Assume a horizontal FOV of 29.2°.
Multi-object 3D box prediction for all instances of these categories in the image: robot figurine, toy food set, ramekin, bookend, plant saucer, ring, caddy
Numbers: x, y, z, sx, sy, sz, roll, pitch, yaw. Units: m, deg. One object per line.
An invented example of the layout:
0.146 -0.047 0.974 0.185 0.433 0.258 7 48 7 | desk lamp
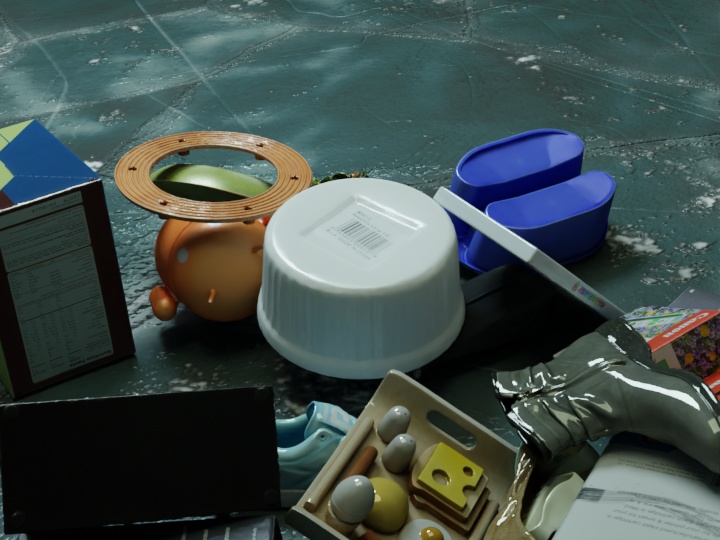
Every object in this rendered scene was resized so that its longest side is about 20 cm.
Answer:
-0.147 -0.013 1.425 0.143 0.117 0.200 -3 10 -17 | robot figurine
0.044 0.171 1.086 0.143 0.060 0.200 33 38 6 | toy food set
0.000 0.000 1.299 0.200 0.098 0.201 -1 39 1 | ramekin
-0.182 0.145 1.075 0.198 0.092 0.200 -3 -6 -17 | bookend
-0.145 -0.078 1.525 0.199 0.031 0.200 14 -11 3 | plant saucer
-0.148 -0.092 1.404 0.200 0.019 0.201 2 30 -1 | ring
0.182 -0.067 1.512 0.199 0.105 0.142 -17 53 -21 | caddy

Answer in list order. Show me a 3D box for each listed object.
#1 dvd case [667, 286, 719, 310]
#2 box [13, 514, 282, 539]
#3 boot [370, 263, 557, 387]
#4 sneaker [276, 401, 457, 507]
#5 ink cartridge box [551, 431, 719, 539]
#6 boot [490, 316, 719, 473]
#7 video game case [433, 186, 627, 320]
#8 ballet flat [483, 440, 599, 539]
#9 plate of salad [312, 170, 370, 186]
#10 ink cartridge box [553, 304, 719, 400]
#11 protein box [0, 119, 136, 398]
0.367 0.076 1.309 0.200 0.016 0.149 18 36 35 | dvd case
-0.154 0.262 0.975 0.199 0.105 0.148 -4 28 3 | box
0.073 0.034 1.378 0.200 0.066 0.165 -25 46 -21 | boot
-0.014 0.151 1.173 0.199 0.082 0.074 -6 30 -1 | sneaker
0.235 0.204 1.030 0.145 0.084 0.200 11 32 26 | ink cartridge box
0.191 0.118 1.065 0.130 0.068 0.200 -26 31 -12 | boot
0.172 -0.008 1.342 0.143 0.200 0.018 37 95 44 | video game case
0.151 0.172 1.088 0.068 0.072 0.200 45 37 -2 | ballet flat
0.007 -0.081 1.557 0.199 0.048 0.200 16 13 -4 | plate of salad
0.262 0.077 1.198 0.109 0.050 0.200 -28 9 -16 | ink cartridge box
-0.341 -0.017 1.408 0.135 0.201 0.198 -20 32 -25 | protein box
